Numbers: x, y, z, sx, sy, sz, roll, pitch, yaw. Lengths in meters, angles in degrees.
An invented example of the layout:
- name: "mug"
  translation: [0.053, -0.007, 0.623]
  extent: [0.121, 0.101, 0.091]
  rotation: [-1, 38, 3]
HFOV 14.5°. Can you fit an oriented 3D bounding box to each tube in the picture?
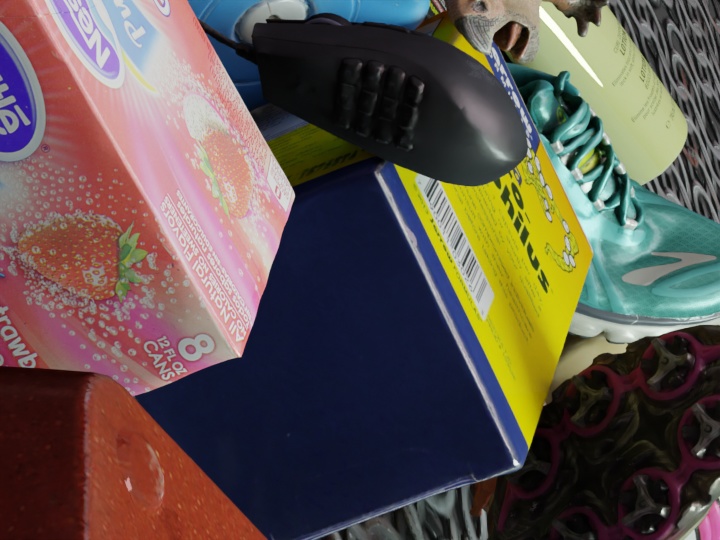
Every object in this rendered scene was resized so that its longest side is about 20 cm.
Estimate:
- name: "tube"
  translation: [0.073, -0.117, 1.205]
  extent: [0.200, 0.052, 0.058]
  rotation: [51, -10, -33]

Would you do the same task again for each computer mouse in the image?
- name: "computer mouse"
  translation: [-0.036, -0.082, 0.880]
  extent: [0.199, 0.034, 0.059]
  rotation: [25, 24, 8]

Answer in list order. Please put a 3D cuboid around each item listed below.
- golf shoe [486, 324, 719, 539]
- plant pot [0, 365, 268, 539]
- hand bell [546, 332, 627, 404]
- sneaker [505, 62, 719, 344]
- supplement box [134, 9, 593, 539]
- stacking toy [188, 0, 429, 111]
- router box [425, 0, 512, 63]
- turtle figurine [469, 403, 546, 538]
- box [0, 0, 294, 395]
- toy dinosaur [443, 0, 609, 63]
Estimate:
- name: "golf shoe"
  translation: [0.083, 0.094, 0.951]
  extent: [0.092, 0.200, 0.073]
  rotation: [14, 37, -41]
- name: "plant pot"
  translation: [-0.085, 0.128, 0.482]
  extent: [0.200, 0.176, 0.201]
  rotation: [50, 25, -43]
- name: "hand bell"
  translation: [0.105, 0.068, 1.136]
  extent: [0.104, 0.104, 0.200]
  rotation: [57, 9, -31]
- name: "sneaker"
  translation: [0.071, -0.036, 1.122]
  extent: [0.199, 0.080, 0.078]
  rotation: [26, 39, -11]
- name: "supplement box"
  translation: [0.000, 0.000, 0.967]
  extent: [0.110, 0.108, 0.200]
  rotation: [64, 19, -14]
- name: "stacking toy"
  translation: [-0.063, -0.161, 1.005]
  extent: [0.116, 0.109, 0.201]
  rotation: [66, 1, -60]
- name: "router box"
  translation: [0.016, -0.122, 1.218]
  extent: [0.200, 0.062, 0.150]
  rotation: [53, 23, -40]
- name: "turtle figurine"
  translation: [0.065, 0.082, 1.060]
  extent: [0.162, 0.064, 0.201]
  rotation: [-103, -174, -51]
- name: "box"
  translation: [-0.109, -0.062, 0.737]
  extent: [0.201, 0.102, 0.095]
  rotation: [62, 19, -23]
- name: "toy dinosaur"
  translation: [0.043, -0.147, 1.027]
  extent: [0.135, 0.086, 0.200]
  rotation: [17, 19, -39]
